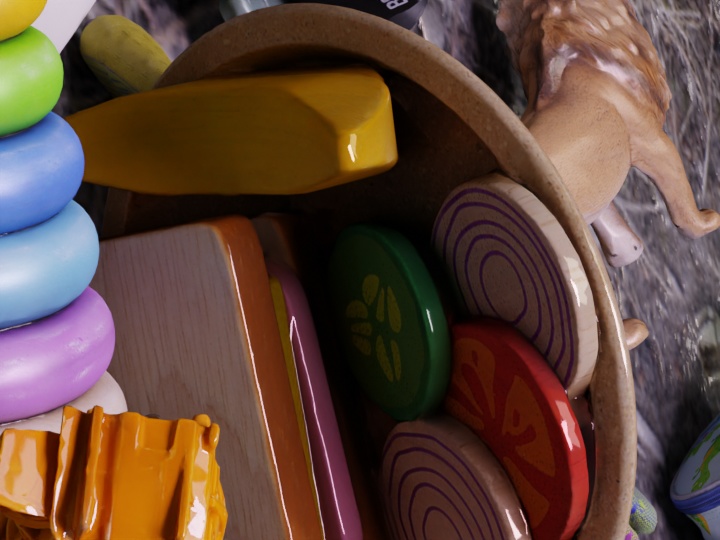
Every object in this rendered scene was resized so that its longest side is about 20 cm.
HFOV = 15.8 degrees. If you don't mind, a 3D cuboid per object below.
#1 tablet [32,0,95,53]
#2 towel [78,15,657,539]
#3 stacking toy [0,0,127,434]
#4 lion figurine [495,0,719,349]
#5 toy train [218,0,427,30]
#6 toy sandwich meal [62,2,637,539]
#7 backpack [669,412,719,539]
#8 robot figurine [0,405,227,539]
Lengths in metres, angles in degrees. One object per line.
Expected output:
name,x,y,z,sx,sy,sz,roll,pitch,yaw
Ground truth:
tablet,-0.095,-0.159,0.794,0.130,0.014,0.200,62,29,-26
towel,0.000,0.000,0.760,0.023,0.200,0.144,-45,132,-10
stacking toy,-0.097,-0.049,0.595,0.085,0.085,0.200,-35,129,-62
lion figurine,0.073,-0.036,1.008,0.123,0.072,0.200,59,35,-18
toy train,-0.039,-0.146,0.801,0.200,0.085,0.114,35,39,-53
toy sandwich meal,-0.022,0.028,0.651,0.070,0.205,0.205,-18,95,-44
backpack,0.224,0.107,1.127,0.147,0.183,0.200,47,36,-7
robot figurine,-0.069,0.114,0.578,0.200,0.058,0.145,117,-21,-58
